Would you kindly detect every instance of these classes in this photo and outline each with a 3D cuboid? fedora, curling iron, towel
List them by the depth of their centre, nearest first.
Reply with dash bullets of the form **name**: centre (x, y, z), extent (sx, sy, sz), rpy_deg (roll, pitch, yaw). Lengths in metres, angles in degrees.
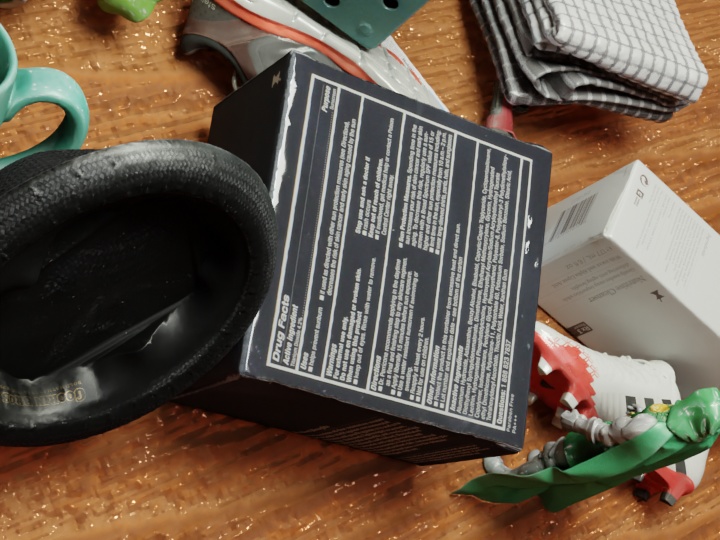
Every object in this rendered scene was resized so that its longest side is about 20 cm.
- **fedora**: centre (-0.145, -0.006, 0.722), extent (0.199, 0.202, 0.092), rpy_deg (-4, 39, -36)
- **curling iron**: centre (0.111, -0.097, 1.043), extent (0.049, 0.026, 0.201), rpy_deg (34, 44, -20)
- **towel**: centre (0.165, -0.206, 1.093), extent (0.164, 0.086, 0.202), rpy_deg (9, 50, -34)

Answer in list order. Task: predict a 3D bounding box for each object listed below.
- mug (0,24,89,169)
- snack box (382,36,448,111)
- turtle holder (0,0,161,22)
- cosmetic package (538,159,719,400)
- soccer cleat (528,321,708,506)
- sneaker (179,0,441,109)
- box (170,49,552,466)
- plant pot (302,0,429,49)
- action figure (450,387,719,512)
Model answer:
- **mug**: centre (-0.251, -0.073, 0.725), extent (0.184, 0.115, 0.152), rpy_deg (29, 30, 1)
- **snack box**: centre (0.048, -0.083, 1.019), extent (0.201, 0.024, 0.072), rpy_deg (51, 52, -8)
- **turtle holder**: centre (-0.207, -0.224, 0.842), extent (0.185, 0.139, 0.133), rpy_deg (42, 60, -65)
- **cosmetic package**: centre (0.226, 0.024, 1.050), extent (0.200, 0.113, 0.082), rpy_deg (40, 55, -14)
- **soccer cleat**: centre (0.182, 0.086, 1.016), extent (0.200, 0.068, 0.086), rpy_deg (42, 70, -20)
- **sneaker**: centre (-0.032, -0.127, 0.952), extent (0.199, 0.082, 0.077), rpy_deg (33, 21, -9)
- **box**: centre (0.000, 0.000, 0.883), extent (0.197, 0.123, 0.202), rpy_deg (18, 70, -28)
- **plant pot**: centre (0.020, -0.260, 0.939), extent (0.141, 0.141, 0.201), rpy_deg (34, 50, -20)
- **action figure**: centre (0.161, 0.114, 0.913), extent (0.117, 0.199, 0.055), rpy_deg (1, 71, -35)
